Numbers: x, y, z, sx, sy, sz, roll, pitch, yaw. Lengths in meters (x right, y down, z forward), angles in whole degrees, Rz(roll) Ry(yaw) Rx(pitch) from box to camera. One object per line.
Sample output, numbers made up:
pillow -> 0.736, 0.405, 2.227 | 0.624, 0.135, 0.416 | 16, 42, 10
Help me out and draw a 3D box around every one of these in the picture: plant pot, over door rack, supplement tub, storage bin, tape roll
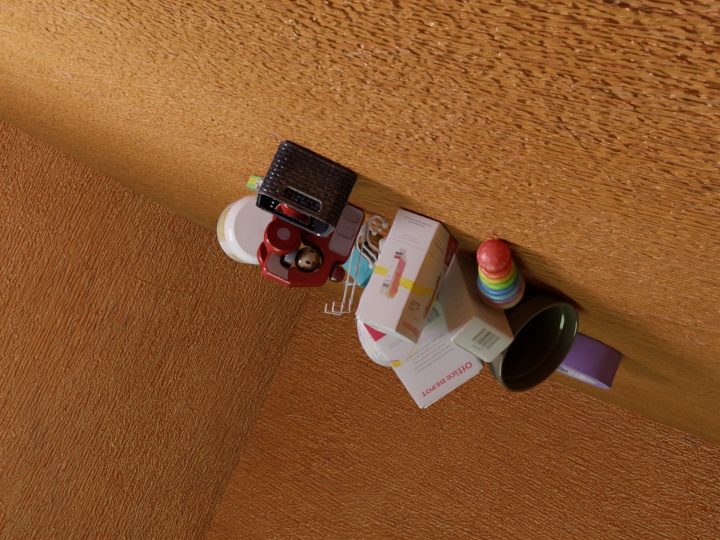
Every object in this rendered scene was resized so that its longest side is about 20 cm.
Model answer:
plant pot -> 0.291, 0.107, 1.618 | 0.200, 0.201, 0.173 | 30, -173, -46
over door rack -> 0.000, 0.000, 1.627 | 0.066, 0.201, 0.148 | 23, 172, -6
supplement tub -> -0.222, -0.086, 1.759 | 0.144, 0.145, 0.200 | 25, 174, -16
storage bin -> -0.094, -0.131, 1.386 | 0.134, 0.094, 0.200 | 24, 175, -7
tape roll -> 0.518, 0.207, 1.999 | 0.199, 0.085, 0.200 | 24, 175, 2

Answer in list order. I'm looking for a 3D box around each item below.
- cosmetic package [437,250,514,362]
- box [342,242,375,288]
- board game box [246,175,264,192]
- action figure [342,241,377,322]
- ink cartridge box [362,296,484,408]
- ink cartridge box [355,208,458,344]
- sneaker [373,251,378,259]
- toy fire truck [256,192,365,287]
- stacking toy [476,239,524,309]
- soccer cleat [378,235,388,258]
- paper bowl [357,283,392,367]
cosmetic package -> 0.202, 0.062, 1.526 | 0.101, 0.074, 0.201 | 31, -154, -26
box -> -0.021, -0.035, 1.795 | 0.200, 0.049, 0.082 | 49, -170, 35
board game box -> -0.129, -0.144, 1.720 | 0.199, 0.029, 0.134 | 18, 171, 47
action figure -> 0.049, 0.039, 1.936 | 0.104, 0.194, 0.201 | -4, 123, 41
ink cartridge box -> 0.120, 0.135, 1.579 | 0.201, 0.147, 0.086 | 56, -170, -1
ink cartridge box -> 0.083, 0.015, 1.448 | 0.083, 0.201, 0.145 | 21, 174, 23
sneaker -> 0.107, 0.014, 1.823 | 0.199, 0.080, 0.095 | 21, -159, 17
toy fire truck -> -0.092, -0.057, 1.542 | 0.167, 0.201, 0.112 | 23, 154, -6
stacking toy -> 0.225, 0.000, 1.387 | 0.085, 0.086, 0.200 | 22, 169, 21
soccer cleat -> 0.063, -0.031, 1.716 | 0.069, 0.078, 0.200 | 24, 174, 2
paper bowl -> 0.096, 0.100, 1.708 | 0.104, 0.202, 0.200 | -1, 158, 44
